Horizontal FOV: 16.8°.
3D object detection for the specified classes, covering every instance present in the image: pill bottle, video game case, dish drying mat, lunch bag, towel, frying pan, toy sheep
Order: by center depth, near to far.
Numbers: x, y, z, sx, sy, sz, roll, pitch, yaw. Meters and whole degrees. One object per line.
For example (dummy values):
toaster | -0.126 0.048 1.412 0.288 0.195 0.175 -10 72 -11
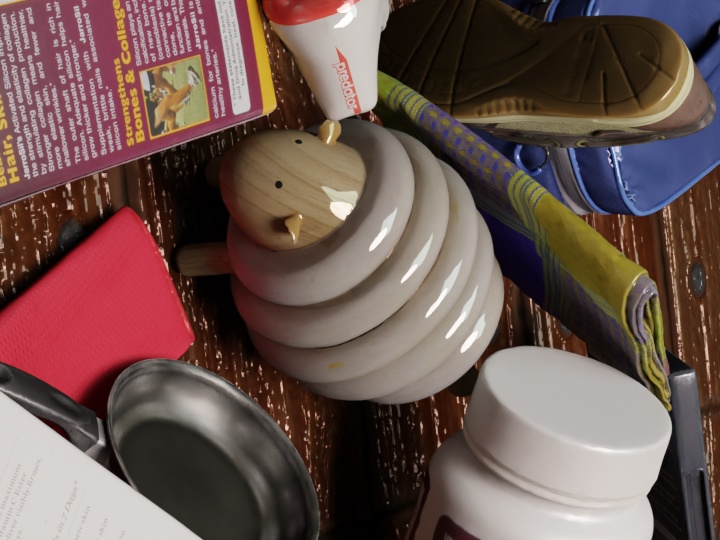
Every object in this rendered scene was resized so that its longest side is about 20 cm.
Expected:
frying pan | -0.091 0.088 1.041 0.189 0.031 0.115 2 50 -50
dish drying mat | -0.142 0.052 1.046 0.200 0.018 0.077 -45 124 -45
toy sheep | 0.000 0.000 1.150 0.200 0.137 0.139 42 55 -44
pill bottle | 0.076 0.146 1.192 0.114 0.114 0.201 -20 133 -53
towel | 0.076 -0.017 1.199 0.023 0.200 0.144 -46 156 -9
video game case | 0.160 0.132 1.318 0.019 0.143 0.202 -12 105 -10
lunch bag | 0.133 -0.108 1.344 0.200 0.132 0.137 -37 116 -50

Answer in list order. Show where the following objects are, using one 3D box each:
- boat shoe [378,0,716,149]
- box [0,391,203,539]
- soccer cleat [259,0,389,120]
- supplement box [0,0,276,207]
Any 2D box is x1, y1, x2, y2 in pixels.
boat shoe | 0.086 -0.091 1.224 0.065 0.199 0.074 40 71 -45
box | -0.145 0.133 0.941 0.200 0.097 0.125 45 59 -51
soccer cleat | -0.021 -0.142 1.142 0.200 0.068 0.086 -102 177 -60
supplement box | -0.132 -0.097 1.014 0.200 0.085 0.111 -24 107 -53
